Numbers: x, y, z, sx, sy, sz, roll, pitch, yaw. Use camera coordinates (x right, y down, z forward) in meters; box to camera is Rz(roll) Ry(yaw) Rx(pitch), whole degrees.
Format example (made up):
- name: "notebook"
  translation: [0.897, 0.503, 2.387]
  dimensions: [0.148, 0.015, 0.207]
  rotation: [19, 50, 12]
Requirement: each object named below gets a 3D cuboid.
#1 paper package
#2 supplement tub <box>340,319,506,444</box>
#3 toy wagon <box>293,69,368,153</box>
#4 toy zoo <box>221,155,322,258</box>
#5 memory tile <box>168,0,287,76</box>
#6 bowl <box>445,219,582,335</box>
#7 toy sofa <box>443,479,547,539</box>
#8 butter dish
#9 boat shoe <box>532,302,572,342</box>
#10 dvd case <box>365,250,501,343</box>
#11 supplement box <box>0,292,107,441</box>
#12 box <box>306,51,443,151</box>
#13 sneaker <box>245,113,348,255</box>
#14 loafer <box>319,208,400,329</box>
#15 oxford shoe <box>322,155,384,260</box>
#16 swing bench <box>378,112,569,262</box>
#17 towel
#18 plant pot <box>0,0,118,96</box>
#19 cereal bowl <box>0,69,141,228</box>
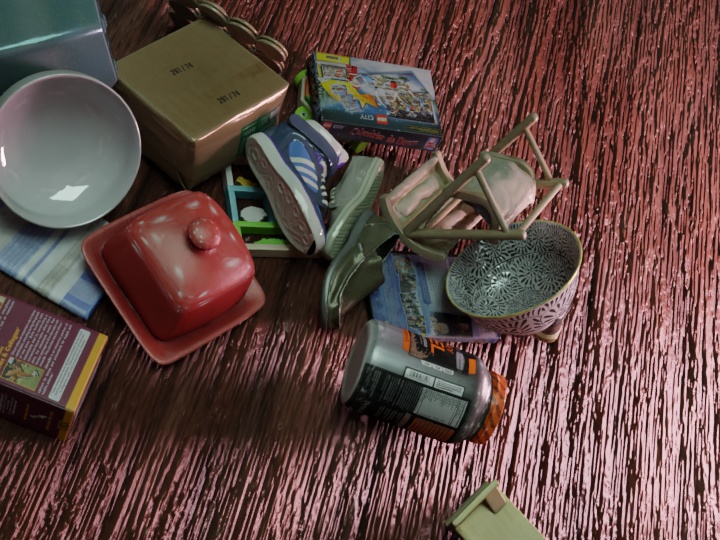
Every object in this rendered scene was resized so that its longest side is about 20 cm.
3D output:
- name: "paper package"
  translation: [-0.234, -0.238, 1.629]
  dimensions: [0.190, 0.104, 0.200]
  rotation: [40, 51, 15]
- name: "supplement tub"
  translation: [0.082, 0.151, 1.504]
  dimensions: [0.198, 0.123, 0.124]
  rotation: [20, 52, -11]
- name: "toy wagon"
  translation: [-0.037, -0.253, 1.779]
  dimensions: [0.199, 0.040, 0.155]
  rotation: [-32, 74, -36]
- name: "toy zoo"
  translation: [-0.131, -0.109, 1.651]
  dimensions: [0.130, 0.021, 0.202]
  rotation: [2, 57, -22]
- name: "memory tile"
  translation: [-0.198, -0.353, 1.712]
  dimensions: [0.199, 0.153, 0.017]
  rotation: [31, 78, -3]
- name: "bowl"
  translation: [0.228, 0.029, 1.624]
  dimensions: [0.199, 0.095, 0.202]
  rotation: [-18, 35, 13]
- name: "toy sofa"
  translation: [0.201, 0.365, 1.448]
  dimensions: [0.083, 0.098, 0.200]
  rotation: [-42, 79, -13]
- name: "butter dish"
  translation: [-0.219, -0.019, 1.459]
  dimensions: [0.199, 0.148, 0.200]
  rotation: [-31, 82, -37]
- name: "boat shoe"
  translation: [0.296, 0.014, 1.726]
  dimensions: [0.072, 0.065, 0.202]
  rotation: [19, 53, -11]
- name: "dvd case"
  translation: [0.099, 0.037, 1.655]
  dimensions: [0.198, 0.018, 0.144]
  rotation: [3, 56, -21]
- name: "supplement box"
  translation: [-0.412, 0.102, 1.344]
  dimensions: [0.198, 0.086, 0.111]
  rotation: [23, 52, -8]
- name: "box"
  translation: [0.021, -0.258, 1.758]
  dimensions: [0.198, 0.038, 0.138]
  rotation: [6, 56, -20]
- name: "sneaker"
  translation: [-0.060, -0.128, 1.615]
  dimensions: [0.145, 0.081, 0.201]
  rotation: [-19, 69, -33]
- name: "loafer"
  translation: [0.000, 0.000, 1.586]
  dimensions: [0.069, 0.076, 0.201]
  rotation: [19, 58, 11]
- name: "oxford shoe"
  translation: [-0.021, -0.092, 1.661]
  dimensions: [0.057, 0.076, 0.201]
  rotation: [16, 52, 11]
- name: "swing bench"
  translation: [0.165, -0.113, 1.667]
  dimensions: [0.199, 0.199, 0.131]
  rotation: [-42, 108, -50]
- name: "towel"
  translation: [-0.399, -0.039, 1.486]
  dimensions: [0.199, 0.024, 0.147]
  rotation: [32, 52, -1]
- name: "plant pot"
  translation: [-0.430, -0.301, 1.502]
  dimensions: [0.198, 0.197, 0.198]
  rotation: [-14, 62, -7]
- name: "cereal bowl"
  translation: [-0.385, -0.159, 1.460]
  dimensions: [0.198, 0.203, 0.083]
  rotation: [-10, 23, -29]
